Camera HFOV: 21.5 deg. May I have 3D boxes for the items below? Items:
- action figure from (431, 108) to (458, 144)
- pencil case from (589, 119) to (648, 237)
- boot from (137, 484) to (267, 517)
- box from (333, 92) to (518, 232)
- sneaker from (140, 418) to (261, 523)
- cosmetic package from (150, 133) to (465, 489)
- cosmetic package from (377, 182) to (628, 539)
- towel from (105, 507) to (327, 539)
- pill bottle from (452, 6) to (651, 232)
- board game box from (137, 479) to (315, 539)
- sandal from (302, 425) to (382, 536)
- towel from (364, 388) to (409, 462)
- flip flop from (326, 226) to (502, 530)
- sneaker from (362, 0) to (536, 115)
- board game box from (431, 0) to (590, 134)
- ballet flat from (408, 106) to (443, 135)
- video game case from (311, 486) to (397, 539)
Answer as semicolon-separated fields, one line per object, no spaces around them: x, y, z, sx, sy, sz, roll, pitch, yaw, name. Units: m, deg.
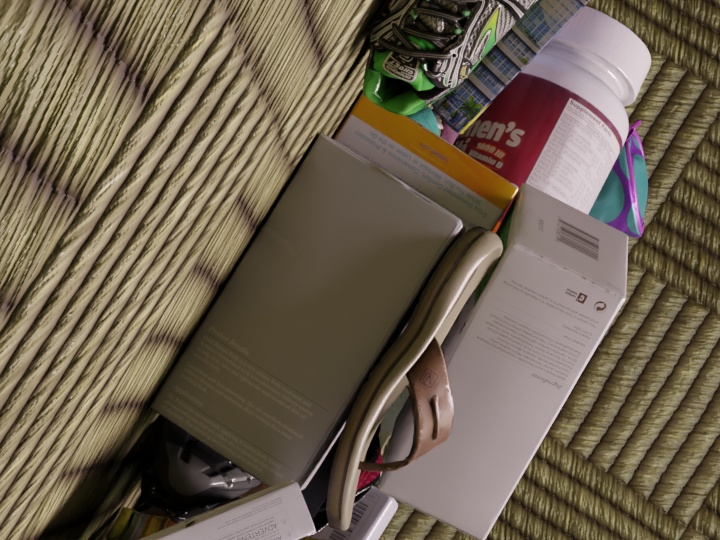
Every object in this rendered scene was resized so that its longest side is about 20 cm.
0.085;-0.152;1.502;0.148;0.134;0.200;-31;180;4;action figure
0.122;-0.064;1.458;0.085;0.199;0.093;-53;137;-63;pencil case
-0.078;0.168;1.401;0.200;0.076;0.074;-31;-174;41;boot
0.000;0.000;1.223;0.201;0.119;0.041;-57;178;3;box
-0.110;0.140;1.277;0.079;0.075;0.200;-54;178;4;sneaker
-0.029;0.028;1.159;0.200;0.107;0.090;-56;174;-2;cosmetic package
0.094;0.060;1.230;0.201;0.085;0.108;-62;-176;24;cosmetic package
-0.073;0.192;1.297;0.086;0.199;0.018;-85;-177;-76;towel
0.125;-0.085;1.353;0.201;0.109;0.110;-62;178;-14;pill bottle
-0.109;0.169;1.126;0.126;0.035;0.200;-21;175;-17;board game box
-0.018;0.149;1.271;0.200;0.045;0.075;-55;177;-39;sandal
0.006;0.044;1.483;0.149;0.036;0.201;-62;-141;46;towel
0.038;0.069;1.127;0.201;0.057;0.081;-58;175;-7;flip flop
0.052;-0.141;1.034;0.085;0.078;0.200;-56;177;-22;sneaker
0.130;-0.215;1.253;0.200;0.062;0.200;-46;-172;38;board game box
0.030;-0.076;1.342;0.070;0.067;0.200;-38;173;-8;ballet flat
-0.095;0.225;1.478;0.200;0.182;0.022;-57;150;-15;video game case
